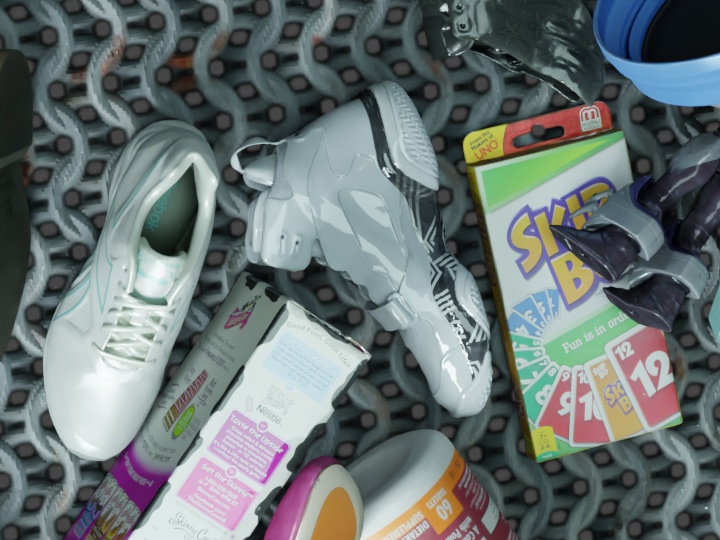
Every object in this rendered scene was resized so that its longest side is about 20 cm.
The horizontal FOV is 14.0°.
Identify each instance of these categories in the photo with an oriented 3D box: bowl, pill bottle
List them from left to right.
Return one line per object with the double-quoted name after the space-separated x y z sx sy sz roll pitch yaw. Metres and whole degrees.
0.058 0.200 1.701 0.110 0.110 0.200 -37 102 -6 "pill bottle"
0.229 -0.166 1.656 0.200 0.201 0.039 -37 119 -6 "bowl"

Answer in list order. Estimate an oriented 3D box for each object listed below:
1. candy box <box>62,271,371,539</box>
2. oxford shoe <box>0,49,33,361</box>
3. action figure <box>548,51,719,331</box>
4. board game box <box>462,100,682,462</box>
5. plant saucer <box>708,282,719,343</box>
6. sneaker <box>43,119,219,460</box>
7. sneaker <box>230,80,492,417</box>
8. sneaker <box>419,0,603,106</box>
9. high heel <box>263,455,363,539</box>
-0.085 0.104 1.645 0.061 0.136 0.200 34 89 -15 "candy box"
-0.228 -0.026 1.644 0.071 0.071 0.200 5 96 15 "oxford shoe"
0.209 -0.064 1.705 0.200 0.069 0.130 -46 128 -9 "action figure"
0.126 0.006 1.739 0.095 0.030 0.200 -14 97 -11 "board game box"
0.249 -0.053 1.683 0.070 0.019 0.200 -18 133 -46 "plant saucer"
-0.129 0.013 1.654 0.070 0.080 0.201 15 94 -16 "sneaker"
0.000 0.000 1.686 0.115 0.075 0.200 -18 95 -10 "sneaker"
0.053 -0.169 1.684 0.199 0.060 0.104 15 88 -17 "sneaker"
-0.055 0.159 1.638 0.067 0.096 0.200 -35 149 -32 "high heel"
